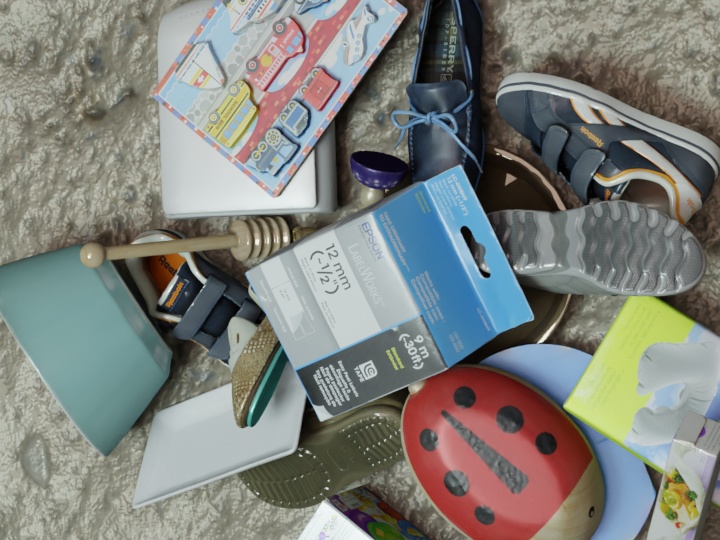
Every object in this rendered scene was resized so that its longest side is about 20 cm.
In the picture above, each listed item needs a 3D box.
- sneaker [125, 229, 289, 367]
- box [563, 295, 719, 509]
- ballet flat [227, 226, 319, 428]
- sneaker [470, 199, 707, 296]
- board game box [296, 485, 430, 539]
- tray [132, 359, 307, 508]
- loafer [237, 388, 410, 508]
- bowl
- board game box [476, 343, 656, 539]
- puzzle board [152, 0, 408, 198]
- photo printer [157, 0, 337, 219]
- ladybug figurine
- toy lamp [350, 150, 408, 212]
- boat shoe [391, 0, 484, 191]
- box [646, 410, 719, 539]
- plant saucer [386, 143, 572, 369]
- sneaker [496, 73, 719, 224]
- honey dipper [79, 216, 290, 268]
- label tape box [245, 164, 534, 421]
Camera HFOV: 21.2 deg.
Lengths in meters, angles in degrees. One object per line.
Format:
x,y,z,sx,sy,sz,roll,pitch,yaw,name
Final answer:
-0.134,0.037,1.738,0.199,0.079,0.079,36,101,14,sneaker
0.282,0.116,1.587,0.199,0.048,0.123,32,94,10,box
-0.078,0.045,1.688,0.065,0.071,0.201,26,63,8,ballet flat
0.193,-0.016,1.582,0.198,0.082,0.076,9,81,29,sneaker
0.035,0.293,1.666,0.199,0.103,0.105,38,103,16,board game box
-0.118,0.148,1.717,0.199,0.022,0.108,-22,40,34,tray
-0.025,0.154,1.707,0.199,0.068,0.076,-19,111,34,loafer
-0.242,0.056,1.732,0.105,0.201,0.202,-33,79,-3,bowl
0.161,0.163,1.655,0.157,0.039,0.202,-23,86,11,board game box
-0.073,-0.188,1.672,0.150,0.017,0.201,39,100,12,puzzle board
-0.102,-0.149,1.727,0.165,0.069,0.203,-1,90,19,photo printer
0.115,0.160,1.597,0.199,0.072,0.136,38,93,3,ladybug figurine
0.000,0.000,1.661,0.058,0.058,0.202,20,113,18,toy lamp
0.062,-0.148,1.649,0.083,0.069,0.202,-7,75,20,boat shoe
0.259,0.203,1.563,0.038,0.041,0.201,22,133,19,box
0.096,-0.010,1.680,0.198,0.029,0.203,0,91,21,plant saucer
0.195,-0.098,1.599,0.198,0.079,0.080,22,69,18,sneaker
-0.153,-0.021,1.689,0.038,0.198,0.038,15,109,54,honey dipper
0.023,0.020,1.588,0.199,0.066,0.144,-24,95,30,label tape box
